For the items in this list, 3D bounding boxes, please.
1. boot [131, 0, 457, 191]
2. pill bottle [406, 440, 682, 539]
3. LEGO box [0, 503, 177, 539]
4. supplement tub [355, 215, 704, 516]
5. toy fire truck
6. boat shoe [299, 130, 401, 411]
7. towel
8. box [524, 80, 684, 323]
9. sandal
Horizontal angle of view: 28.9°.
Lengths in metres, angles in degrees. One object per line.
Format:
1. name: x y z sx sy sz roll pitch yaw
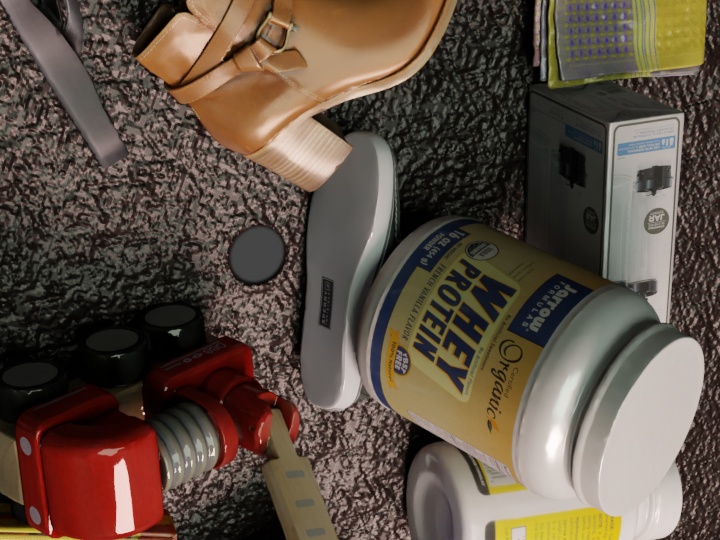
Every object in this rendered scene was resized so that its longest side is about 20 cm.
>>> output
1. boot: -0.036 -0.166 0.885 0.154 0.074 0.201 35 90 -27
2. pill bottle: 0.144 0.178 1.075 0.197 0.111 0.113 -4 111 -22
3. LEGO box: -0.226 0.233 0.909 0.197 0.077 0.151 5 92 -14
4. supplement tub: 0.110 0.061 0.923 0.144 0.199 0.146 -30 133 -39
5. toy fire truck: -0.108 0.124 0.868 0.175 0.198 0.131 -22 119 -42
6. boat shoe: 0.000 0.000 0.973 0.056 0.068 0.203 -8 116 -40
7. towel: 0.190 -0.231 0.978 0.142 0.023 0.203 -5 106 -22
8. box: 0.170 -0.027 1.004 0.059 0.117 0.203 -10 115 -21
9. sandal: -0.185 -0.152 0.824 0.043 0.076 0.201 -32 130 -7
